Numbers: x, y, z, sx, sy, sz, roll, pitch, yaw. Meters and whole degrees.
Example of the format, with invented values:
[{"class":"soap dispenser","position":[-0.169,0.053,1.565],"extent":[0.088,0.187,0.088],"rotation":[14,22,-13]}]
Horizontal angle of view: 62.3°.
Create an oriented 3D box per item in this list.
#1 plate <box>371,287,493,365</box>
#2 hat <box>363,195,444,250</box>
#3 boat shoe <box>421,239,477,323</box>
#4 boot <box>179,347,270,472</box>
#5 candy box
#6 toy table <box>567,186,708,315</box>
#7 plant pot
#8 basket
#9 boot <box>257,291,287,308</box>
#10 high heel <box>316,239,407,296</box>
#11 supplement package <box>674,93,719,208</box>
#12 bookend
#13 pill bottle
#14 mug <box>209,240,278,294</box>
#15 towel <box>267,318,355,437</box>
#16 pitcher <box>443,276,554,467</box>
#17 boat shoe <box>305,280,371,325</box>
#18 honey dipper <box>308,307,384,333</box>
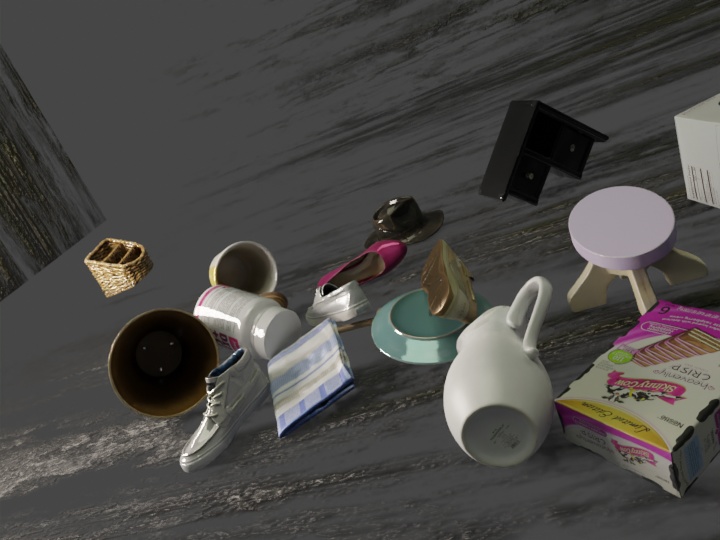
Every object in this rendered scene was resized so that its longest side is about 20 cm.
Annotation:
[{"class":"plate","position":[0.111,0.072,0.927],"extent":[0.196,0.026,0.201],"rotation":[-10,30,5]},{"class":"hat","position":[0.086,-0.119,1.350],"extent":[0.198,0.082,0.201],"rotation":[-21,22,9]},{"class":"boat shoe","position":[0.140,0.018,0.928],"extent":[0.073,0.064,0.201],"rotation":[-62,12,23]},{"class":"boot","position":[-0.227,0.211,0.939],"extent":[0.073,0.097,0.200],"rotation":[-7,29,36]},{"class":"candy box","position":[0.320,0.119,0.620],"extent":[0.199,0.062,0.136],"rotation":[-36,25,-22]},{"class":"toy table","position":[0.363,-0.021,0.807],"extent":[0.181,0.119,0.201],"rotation":[-13,26,27]},{"class":"plant pot","position":[-0.372,0.163,1.119],"extent":[0.185,0.188,0.199],"rotation":[-33,11,-20]},{"class":"basket","position":[-0.790,-0.033,1.980],"extent":[0.141,0.151,0.201],"rotation":[-21,22,9]},{"class":"boot","position":[-0.249,0.104,1.238],"extent":[0.197,0.074,0.076],"rotation":[-17,34,14]},{"class":"high heel","position":[0.000,0.000,1.187],"extent":[0.197,0.068,0.096],"rotation":[-19,13,27]},{"class":"supplement package","position":[0.614,-0.187,0.866],"extent":[0.189,0.149,0.200],"rotation":[-27,23,-4]},{"class":"bookend","position":[0.371,-0.214,1.217],"extent":[0.092,0.196,0.203],"rotation":[35,106,65]},{"class":"pill bottle","position":[-0.211,0.100,1.115],"extent":[0.198,0.115,0.113],"rotation":[12,41,38]},{"class":"mug","position":[-0.300,0.016,1.386],"extent":[0.185,0.152,0.152],"rotation":[-28,14,-24]},{"class":"towel","position":[-0.085,0.163,0.953],"extent":[0.146,0.024,0.200],"rotation":[-36,26,3]},{"class":"pitcher","position":[0.169,0.107,0.683],"extent":[0.173,0.120,0.201],"rotation":[-63,1,27]},{"class":"boat shoe","position":[-0.052,0.057,1.081],"extent":[0.071,0.070,0.199],"rotation":[-21,2,-24]},{"class":"honey dipper","position":[-0.011,0.096,1.046],"extent":[0.197,0.038,0.038],"rotation":[-15,24,28]}]
